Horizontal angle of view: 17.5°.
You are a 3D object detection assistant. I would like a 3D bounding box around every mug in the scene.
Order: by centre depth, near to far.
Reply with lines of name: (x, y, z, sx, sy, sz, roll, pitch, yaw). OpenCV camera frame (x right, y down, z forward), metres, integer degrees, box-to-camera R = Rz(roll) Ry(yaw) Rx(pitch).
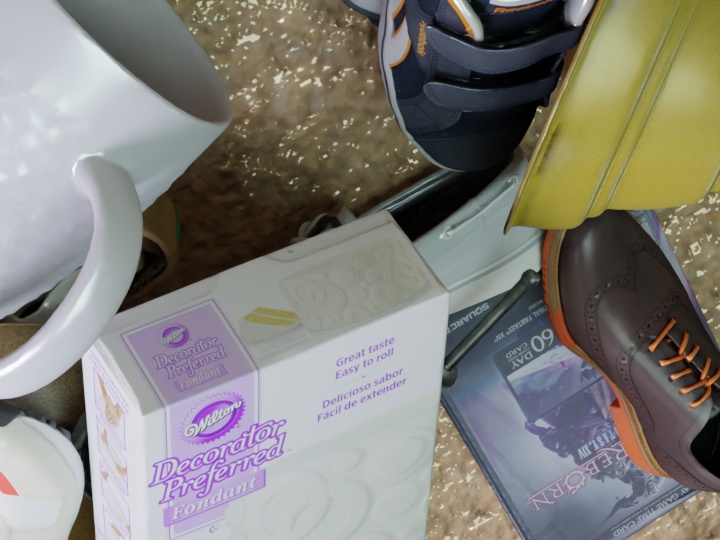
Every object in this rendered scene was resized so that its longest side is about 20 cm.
mug: (-0.154, -0.038, 0.953, 0.175, 0.200, 0.147, -42, 143, 14)

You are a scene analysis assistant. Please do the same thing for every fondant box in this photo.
fondant box: (-0.041, 0.081, 1.016, 0.144, 0.058, 0.201, -22, 142, -21)

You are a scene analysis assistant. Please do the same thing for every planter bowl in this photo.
planter bowl: (0.139, -0.092, 1.026, 0.083, 0.200, 0.201, 23, 113, 4)

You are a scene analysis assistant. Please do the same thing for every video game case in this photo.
video game case: (0.121, 0.063, 1.230, 0.142, 0.019, 0.200, -32, 125, -1)

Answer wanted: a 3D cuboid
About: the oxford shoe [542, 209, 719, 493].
oxford shoe: (0.152, 0.036, 1.162, 0.071, 0.072, 0.200, -47, 131, -16)

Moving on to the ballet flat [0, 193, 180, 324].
ballet flat: (-0.173, 0.015, 1.058, 0.199, 0.063, 0.069, -27, 125, -4)

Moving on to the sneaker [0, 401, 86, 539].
sneaker: (-0.165, 0.137, 1.013, 0.070, 0.094, 0.200, 13, 142, 0)

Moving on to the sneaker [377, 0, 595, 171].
sneaker: (0.053, -0.109, 0.988, 0.078, 0.080, 0.201, -17, 134, -15)

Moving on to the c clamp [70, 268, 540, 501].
c clamp: (-0.034, 0.050, 1.061, 0.199, 0.027, 0.171, 7, 127, -44)

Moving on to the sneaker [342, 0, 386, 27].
sneaker: (-0.002, -0.171, 1.005, 0.140, 0.078, 0.200, -33, 125, -1)

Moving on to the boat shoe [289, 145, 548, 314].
boat shoe: (0.000, 0.000, 1.113, 0.199, 0.072, 0.069, -23, 122, -7)

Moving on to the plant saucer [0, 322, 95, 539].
plant saucer: (-0.166, 0.098, 1.081, 0.199, 0.036, 0.201, -7, 143, -6)
